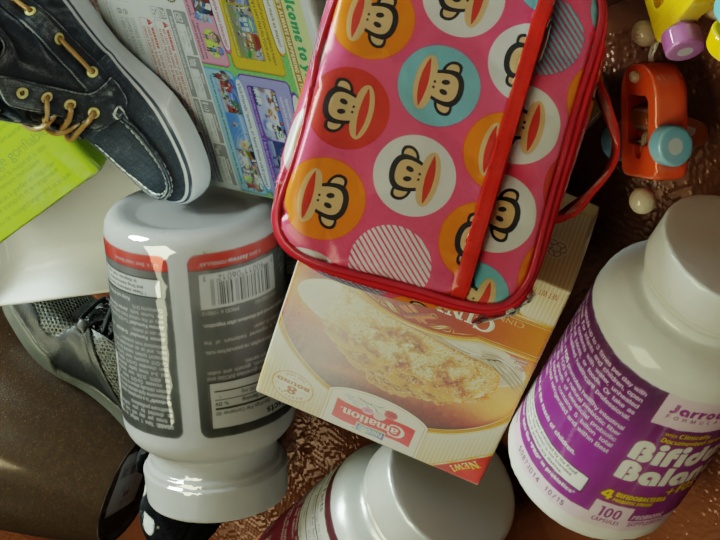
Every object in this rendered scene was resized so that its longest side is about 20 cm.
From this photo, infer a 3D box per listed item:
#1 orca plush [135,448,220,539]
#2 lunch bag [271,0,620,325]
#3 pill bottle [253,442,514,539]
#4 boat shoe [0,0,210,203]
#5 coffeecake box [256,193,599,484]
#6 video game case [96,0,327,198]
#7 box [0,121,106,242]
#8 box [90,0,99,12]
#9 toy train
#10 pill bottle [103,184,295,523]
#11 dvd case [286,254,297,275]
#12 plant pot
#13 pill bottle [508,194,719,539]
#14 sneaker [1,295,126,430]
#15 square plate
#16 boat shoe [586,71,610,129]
[{"bbox_3d":[-0.084,0.144,1.672,0.200,0.105,0.071,-37,44,22],"label":"orca plush"},{"bbox_3d":[0.053,-0.078,1.307,0.175,0.082,0.202,16,89,-1],"label":"lunch bag"},{"bbox_3d":[0.009,0.182,1.595,0.115,0.114,0.200,54,137,7],"label":"pill bottle"},{"bbox_3d":[-0.183,-0.105,1.489,0.201,0.091,0.071,51,145,-7],"label":"boat shoe"},{"bbox_3d":[0.036,0.019,1.438,0.152,0.073,0.201,22,140,2],"label":"coffeecake box"},{"bbox_3d":[-0.081,-0.131,1.460,0.181,0.022,0.201,14,133,36],"label":"video game case"},{"bbox_3d":[-0.268,-0.115,1.544,0.122,0.048,0.200,-33,107,22],"label":"box"},{"bbox_3d":[-0.270,-0.216,1.658,0.112,0.101,0.201,-24,94,47],"label":"box"},{"bbox_3d":[0.195,-0.106,1.276,0.200,0.055,0.152,-176,83,-68],"label":"toy train"},{"bbox_3d":[-0.101,0.052,1.559,0.115,0.115,0.202,14,117,38],"label":"pill bottle"},{"bbox_3d":[-0.119,-0.064,1.653,0.199,0.025,0.151,-6,107,45],"label":"dvd case"},{"bbox_3d":[-0.252,0.116,1.785,0.199,0.187,0.188,25,128,16],"label":"plant pot"},{"bbox_3d":[0.168,0.054,1.373,0.112,0.112,0.201,44,136,18],"label":"pill bottle"},{"bbox_3d":[-0.161,0.048,1.711,0.199,0.076,0.114,41,131,7],"label":"sneaker"},{"bbox_3d":[-0.175,-0.078,1.593,0.198,0.029,0.200,-7,117,12],"label":"square plate"},{"bbox_3d":[0.086,-0.068,1.430,0.076,0.072,0.199,52,147,-13],"label":"boat shoe"}]
